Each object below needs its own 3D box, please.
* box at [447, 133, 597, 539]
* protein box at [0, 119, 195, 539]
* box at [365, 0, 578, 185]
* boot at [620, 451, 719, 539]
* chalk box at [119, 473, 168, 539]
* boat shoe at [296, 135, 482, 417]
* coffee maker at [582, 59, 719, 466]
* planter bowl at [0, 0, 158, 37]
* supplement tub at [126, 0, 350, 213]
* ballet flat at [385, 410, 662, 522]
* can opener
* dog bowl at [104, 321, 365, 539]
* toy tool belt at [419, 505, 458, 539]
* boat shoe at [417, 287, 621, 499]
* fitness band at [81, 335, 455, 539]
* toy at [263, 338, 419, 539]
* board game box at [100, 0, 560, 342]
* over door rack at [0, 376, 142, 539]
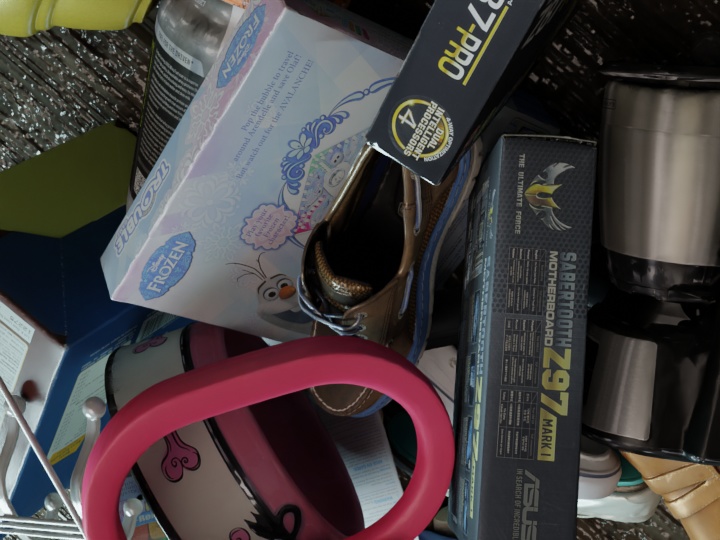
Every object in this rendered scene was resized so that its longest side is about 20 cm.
[{"bbox_3d":[0.080,0.043,0.641,0.051,0.158,0.201,4,84,1],"label":"box"},{"bbox_3d":[-0.210,0.038,0.859,0.135,0.198,0.200,38,127,11],"label":"protein box"},{"bbox_3d":[0.086,-0.150,0.610,0.049,0.200,0.162,32,126,6],"label":"box"},{"bbox_3d":[0.220,0.155,0.775,0.154,0.074,0.200,34,106,-8],"label":"boot"},{"bbox_3d":[-0.120,0.206,0.933,0.124,0.124,0.201,-13,119,-7],"label":"chalk box"},{"bbox_3d":[0.000,0.000,0.678,0.072,0.072,0.201,30,120,27],"label":"boat shoe"},{"bbox_3d":[0.207,-0.003,0.641,0.191,0.135,0.201,8,101,21],"label":"coffee maker"},{"bbox_3d":[-0.139,-0.202,0.710,0.083,0.201,0.201,30,128,-11],"label":"planter bowl"},{"bbox_3d":[-0.073,-0.102,0.765,0.122,0.123,0.201,25,126,12],"label":"supplement tub"},{"bbox_3d":[0.111,0.142,0.853,0.199,0.069,0.070,4,119,24],"label":"ballet flat"},{"bbox_3d":[0.091,0.017,0.756,0.199,0.063,0.079,-20,67,5],"label":"can opener"},{"bbox_3d":[-0.070,0.115,0.769,0.074,0.200,0.201,-32,102,6],"label":"dog bowl"},{"bbox_3d":[0.060,0.224,0.883,0.199,0.125,0.123,1,124,29],"label":"toy tool belt"},{"bbox_3d":[0.087,0.069,0.800,0.200,0.073,0.066,33,121,20],"label":"boat shoe"},{"bbox_3d":[-0.046,0.112,0.653,0.199,0.037,0.144,-17,108,-7],"label":"fitness band"},{"bbox_3d":[-0.020,0.103,0.871,0.115,0.047,0.201,-24,84,41],"label":"toy"},{"bbox_3d":[-0.018,-0.045,0.723,0.198,0.043,0.200,17,120,-36],"label":"board game box"},{"bbox_3d":[-0.228,0.081,0.711,0.147,0.067,0.200,-4,132,33],"label":"over door rack"}]
